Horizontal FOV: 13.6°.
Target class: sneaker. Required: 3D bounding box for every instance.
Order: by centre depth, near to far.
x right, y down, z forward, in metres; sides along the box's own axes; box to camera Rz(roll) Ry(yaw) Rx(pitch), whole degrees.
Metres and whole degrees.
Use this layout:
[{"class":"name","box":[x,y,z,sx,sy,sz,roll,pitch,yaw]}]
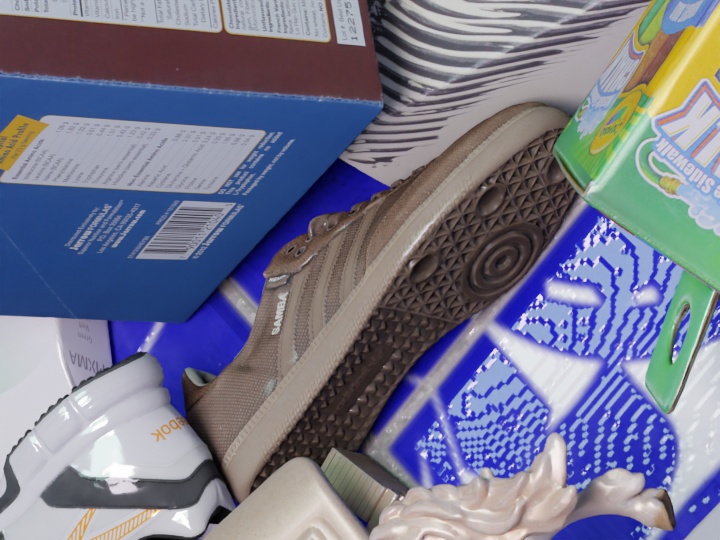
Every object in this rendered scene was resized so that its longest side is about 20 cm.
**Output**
[{"class":"sneaker","box":[0.000,0.000,1.169,0.200,0.070,0.076,-49,54,11]},{"class":"sneaker","box":[-0.127,0.122,1.192,0.080,0.074,0.200,50,122,9]}]

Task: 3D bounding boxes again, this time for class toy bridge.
[{"class":"toy bridge","box":[-0.034,0.170,1.165,0.067,0.027,0.201,34,96,35]}]

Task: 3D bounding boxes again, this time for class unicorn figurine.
[{"class":"unicorn figurine","box":[0.060,0.152,1.029,0.137,0.074,0.201,-18,101,16]}]

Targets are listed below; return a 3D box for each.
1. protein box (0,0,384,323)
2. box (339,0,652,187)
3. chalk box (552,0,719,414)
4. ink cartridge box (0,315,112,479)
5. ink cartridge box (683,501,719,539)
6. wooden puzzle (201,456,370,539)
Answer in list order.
[{"class":"protein box","box":[-0.129,-0.083,1.158,0.199,0.199,0.136,-45,49,53]},{"class":"box","box":[0.074,-0.110,1.155,0.199,0.068,0.083,-28,60,24]},{"class":"chalk box","box":[0.146,-0.045,1.024,0.123,0.124,0.201,34,96,-7]},{"class":"ink cartridge box","box":[-0.175,0.080,1.277,0.160,0.050,0.201,-21,63,28]},{"class":"ink cartridge box","box":[0.138,0.162,0.962,0.200,0.146,0.083,-46,30,9]},{"class":"wooden puzzle","box":[-0.025,0.200,1.124,0.185,0.037,0.200,-43,72,15]}]
